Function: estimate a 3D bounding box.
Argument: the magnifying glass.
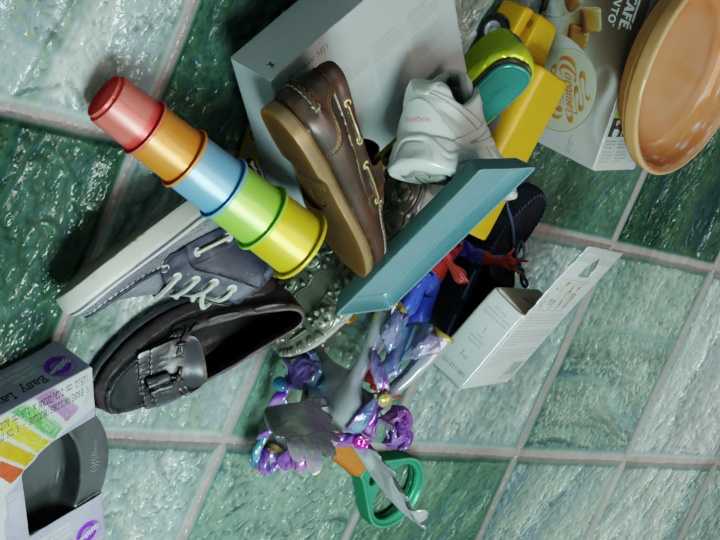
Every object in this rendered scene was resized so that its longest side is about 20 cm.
[{"bbox_3d":[0.009,0.197,1.907,0.080,0.022,0.200,-55,144,-7],"label":"magnifying glass"}]

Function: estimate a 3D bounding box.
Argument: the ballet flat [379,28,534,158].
[{"bbox_3d":[0.072,-0.135,1.689,0.067,0.067,0.200,25,125,-36],"label":"ballet flat"}]

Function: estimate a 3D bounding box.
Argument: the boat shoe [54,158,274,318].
[{"bbox_3d":[-0.134,0.000,1.503,0.200,0.075,0.093,-37,100,-27],"label":"boat shoe"}]

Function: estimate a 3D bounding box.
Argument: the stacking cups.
[{"bbox_3d":[-0.113,-0.073,1.452,0.200,0.060,0.061,39,82,-28],"label":"stacking cups"}]

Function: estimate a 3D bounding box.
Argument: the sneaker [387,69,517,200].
[{"bbox_3d":[0.085,-0.111,1.603,0.200,0.077,0.100,20,74,-70],"label":"sneaker"}]

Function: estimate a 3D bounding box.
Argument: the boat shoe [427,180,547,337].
[{"bbox_3d":[0.122,0.008,1.866,0.200,0.068,0.084,-54,145,-7],"label":"boat shoe"}]

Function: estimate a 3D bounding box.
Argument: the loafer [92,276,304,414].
[{"bbox_3d":[-0.131,0.061,1.593,0.200,0.063,0.072,-32,137,-34],"label":"loafer"}]

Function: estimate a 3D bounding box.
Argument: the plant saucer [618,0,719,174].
[{"bbox_3d":[0.293,-0.185,1.770,0.200,0.037,0.201,-37,141,-37],"label":"plant saucer"}]

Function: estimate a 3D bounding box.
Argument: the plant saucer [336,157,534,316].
[{"bbox_3d":[0.055,-0.028,1.574,0.070,0.019,0.200,-6,150,-46],"label":"plant saucer"}]

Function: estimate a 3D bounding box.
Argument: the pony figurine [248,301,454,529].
[{"bbox_3d":[-0.008,0.119,1.688,0.166,0.193,0.201,37,88,-28],"label":"pony figurine"}]

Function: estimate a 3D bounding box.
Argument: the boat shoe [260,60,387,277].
[{"bbox_3d":[-0.011,-0.075,1.501,0.070,0.070,0.200,-43,144,-16],"label":"boat shoe"}]

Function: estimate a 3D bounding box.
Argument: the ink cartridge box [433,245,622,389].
[{"bbox_3d":[0.157,0.032,1.812,0.174,0.044,0.200,-50,167,10],"label":"ink cartridge box"}]

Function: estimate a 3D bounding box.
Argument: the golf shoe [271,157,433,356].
[{"bbox_3d":[0.000,0.000,1.683,0.200,0.078,0.097,-49,150,10],"label":"golf shoe"}]

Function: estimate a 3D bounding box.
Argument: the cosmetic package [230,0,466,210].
[{"bbox_3d":[-0.005,-0.163,1.551,0.200,0.052,0.151,-43,145,-24],"label":"cosmetic package"}]

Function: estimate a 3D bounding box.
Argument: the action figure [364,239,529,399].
[{"bbox_3d":[0.078,0.025,1.791,0.065,0.099,0.201,36,75,-55],"label":"action figure"}]

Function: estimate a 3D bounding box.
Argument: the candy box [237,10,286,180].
[{"bbox_3d":[-0.053,-0.111,1.597,0.102,0.026,0.201,-1,115,-49],"label":"candy box"}]

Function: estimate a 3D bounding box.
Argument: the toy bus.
[{"bbox_3d":[0.119,-0.136,1.748,0.065,0.078,0.201,22,97,-55],"label":"toy bus"}]

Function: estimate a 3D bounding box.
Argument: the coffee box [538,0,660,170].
[{"bbox_3d":[0.224,-0.206,1.797,0.079,0.114,0.201,-5,120,-50],"label":"coffee box"}]

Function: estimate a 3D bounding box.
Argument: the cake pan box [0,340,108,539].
[{"bbox_3d":[-0.284,0.172,1.496,0.199,0.052,0.185,-29,137,-36],"label":"cake pan box"}]
